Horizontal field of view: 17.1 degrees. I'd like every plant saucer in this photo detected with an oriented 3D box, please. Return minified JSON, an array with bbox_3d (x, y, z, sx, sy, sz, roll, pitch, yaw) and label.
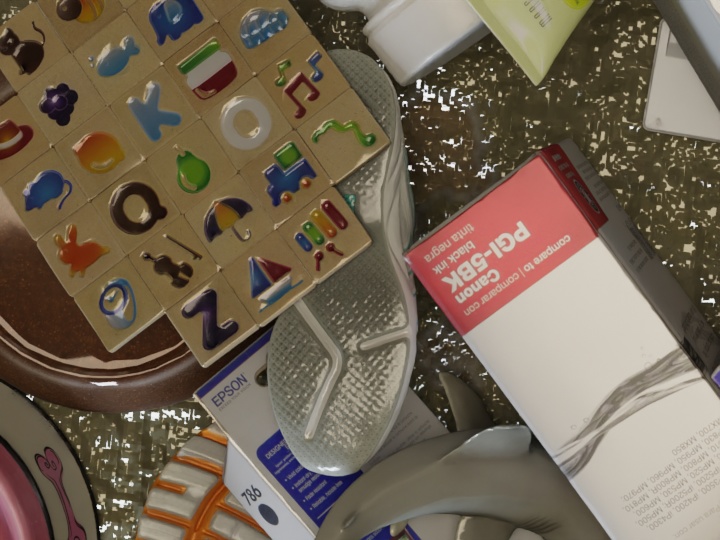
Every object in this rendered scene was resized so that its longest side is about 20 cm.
[{"bbox_3d":[-0.127,-0.023,1.188,0.200,0.034,0.200,1,101,3],"label":"plant saucer"}]

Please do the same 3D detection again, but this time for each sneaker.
[{"bbox_3d":[0.000,0.000,1.148,0.070,0.080,0.200,1,80,13],"label":"sneaker"},{"bbox_3d":[-0.085,0.154,1.190,0.078,0.077,0.200,31,78,0],"label":"sneaker"}]

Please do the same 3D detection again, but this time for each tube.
[{"bbox_3d":[0.113,-0.176,1.103,0.058,0.052,0.200,31,62,21],"label":"tube"}]

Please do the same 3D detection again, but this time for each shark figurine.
[{"bbox_3d":[0.040,0.104,1.111,0.214,0.090,0.128,-17,74,-34],"label":"shark figurine"}]

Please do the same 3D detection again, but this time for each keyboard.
[{"bbox_3d":[0.240,-0.080,1.166,0.200,0.011,0.056,10,100,7],"label":"keyboard"}]

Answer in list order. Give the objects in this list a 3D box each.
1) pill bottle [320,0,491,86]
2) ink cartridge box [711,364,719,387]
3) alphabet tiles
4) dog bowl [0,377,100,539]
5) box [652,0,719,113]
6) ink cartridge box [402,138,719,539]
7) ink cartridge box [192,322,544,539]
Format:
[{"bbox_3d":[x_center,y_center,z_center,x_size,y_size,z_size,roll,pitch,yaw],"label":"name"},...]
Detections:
[{"bbox_3d":[0.001,-0.195,1.135,0.114,0.114,0.200,-35,89,8],"label":"pill bottle"},{"bbox_3d":[0.282,0.059,1.084,0.200,0.043,0.198,49,59,-5],"label":"ink cartridge box"},{"bbox_3d":[-0.089,-0.062,1.136,0.166,0.006,0.200,-37,75,6],"label":"alphabet tiles"},{"bbox_3d":[-0.235,0.144,1.205,0.200,0.074,0.200,1,94,7],"label":"dog bowl"},{"bbox_3d":[0.218,-0.134,1.061,0.152,0.200,0.106,-30,85,5],"label":"box"},{"bbox_3d":[0.118,0.043,1.118,0.083,0.147,0.200,-37,88,11],"label":"ink cartridge box"},{"bbox_3d":[0.009,0.113,1.165,0.099,0.039,0.200,-39,88,-34],"label":"ink cartridge box"}]
